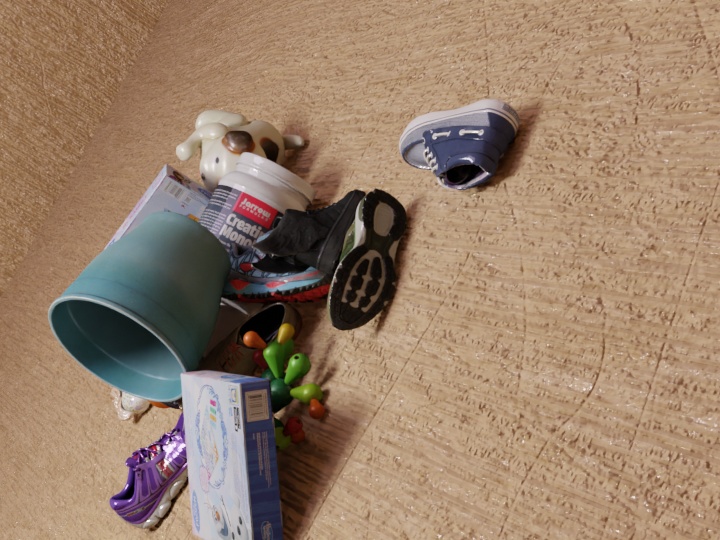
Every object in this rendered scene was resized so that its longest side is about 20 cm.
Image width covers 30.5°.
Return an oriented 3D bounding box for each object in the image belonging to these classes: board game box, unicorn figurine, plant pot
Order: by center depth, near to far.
[{"bbox_3d":[-0.151,0.221,1.532,0.199,0.043,0.201,-1,94,62],"label":"board game box"},{"bbox_3d":[-0.265,0.033,1.698,0.200,0.200,0.188,-26,28,51],"label":"plant pot"},{"bbox_3d":[-0.266,-0.028,1.994,0.200,0.200,0.041,-50,23,18],"label":"board game box"},{"bbox_3d":[-0.329,0.164,2.065,0.138,0.074,0.200,-102,33,-46],"label":"unicorn figurine"}]

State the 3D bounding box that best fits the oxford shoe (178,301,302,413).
[{"bbox_3d":[-0.164,0.109,1.707,0.200,0.070,0.075,-46,-18,-5],"label":"oxford shoe"}]

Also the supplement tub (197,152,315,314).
[{"bbox_3d":[-0.163,-0.052,1.890,0.201,0.140,0.140,-62,23,-8],"label":"supplement tub"}]

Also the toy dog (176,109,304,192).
[{"bbox_3d":[-0.188,-0.163,2.049,0.200,0.193,0.140,-81,-7,-75],"label":"toy dog"}]

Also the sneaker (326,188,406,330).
[{"bbox_3d":[0.000,0.000,1.608,0.089,0.077,0.201,-48,17,52],"label":"sneaker"}]

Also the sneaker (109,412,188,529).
[{"bbox_3d":[-0.272,0.258,1.803,0.201,0.083,0.081,-58,23,0],"label":"sneaker"}]

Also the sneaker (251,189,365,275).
[{"bbox_3d":[-0.063,-0.055,1.688,0.200,0.104,0.060,-67,-7,-52],"label":"sneaker"}]

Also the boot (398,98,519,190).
[{"bbox_3d":[0.098,-0.136,1.550,0.200,0.073,0.091,-17,40,56],"label":"boot"}]

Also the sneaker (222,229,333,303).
[{"bbox_3d":[-0.112,-0.007,1.735,0.199,0.079,0.096,-2,84,40],"label":"sneaker"}]

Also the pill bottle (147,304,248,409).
[{"bbox_3d":[-0.233,0.131,1.853,0.200,0.106,0.107,-33,34,46],"label":"pill bottle"}]

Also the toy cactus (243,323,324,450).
[{"bbox_3d":[-0.115,0.165,1.610,0.165,0.102,0.200,-57,30,29],"label":"toy cactus"}]
